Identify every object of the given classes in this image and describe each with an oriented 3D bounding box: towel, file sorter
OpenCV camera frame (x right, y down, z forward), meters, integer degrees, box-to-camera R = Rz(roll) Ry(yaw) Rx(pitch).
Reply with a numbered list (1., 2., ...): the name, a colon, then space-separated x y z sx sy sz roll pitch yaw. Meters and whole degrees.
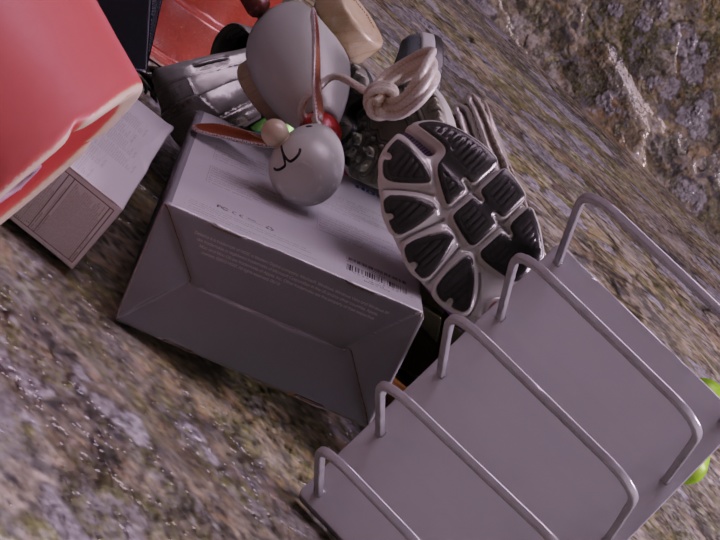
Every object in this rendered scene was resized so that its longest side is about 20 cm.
1. towel: 0.099 -0.022 1.224 0.200 0.034 0.133 64 7 -61
2. file sorter: 0.086 0.082 0.914 0.139 0.200 0.125 44 -14 13

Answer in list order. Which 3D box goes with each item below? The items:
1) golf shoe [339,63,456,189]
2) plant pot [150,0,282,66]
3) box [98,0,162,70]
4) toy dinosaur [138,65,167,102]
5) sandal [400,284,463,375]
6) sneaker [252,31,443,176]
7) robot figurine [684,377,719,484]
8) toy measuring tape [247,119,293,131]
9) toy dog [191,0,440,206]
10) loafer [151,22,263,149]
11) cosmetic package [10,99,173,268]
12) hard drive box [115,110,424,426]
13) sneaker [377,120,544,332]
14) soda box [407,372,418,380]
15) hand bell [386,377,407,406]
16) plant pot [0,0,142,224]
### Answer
1. golf shoe: 0.035 -0.079 1.152 0.097 0.079 0.200 30 3 -21
2. plant pot: -0.122 -0.284 1.507 0.200 0.195 0.201 38 14 -12
3. box: -0.198 -0.209 1.151 0.147 0.108 0.200 4 22 -4
4. toy dinosaur: -0.185 -0.143 1.245 0.200 0.048 0.088 45 21 26
5. sandal: 0.000 0.000 1.214 0.199 0.082 0.055 27 32 -6
6. sneaker: -0.019 -0.088 1.283 0.120 0.201 0.084 19 -14 -7
7. robot figurine: 0.147 0.109 1.196 0.174 0.117 0.200 7 -8 23
8. toy measuring tape: -0.058 -0.099 1.340 0.199 0.074 0.073 32 10 25
9. toy dog: -0.045 -0.123 1.101 0.096 0.132 0.200 43 1 -22
10. loafer: -0.070 -0.145 1.275 0.070 0.070 0.200 59 38 -4
11. cosmetic package: -0.168 -0.070 1.063 0.082 0.051 0.200 41 14 -9
12. hard drive box: -0.048 -0.008 1.069 0.155 0.077 0.200 24 18 -7
13. sneaker: 0.066 0.008 1.039 0.201 0.080 0.083 57 -17 -16
14. soda box: 0.095 0.055 1.338 0.064 0.068 0.200 49 17 22
15. hand bell: 0.034 0.088 1.108 0.200 0.105 0.104 34 10 28
16. plant pot: -0.209 -0.106 0.833 0.178 0.200 0.200 50 14 -5
